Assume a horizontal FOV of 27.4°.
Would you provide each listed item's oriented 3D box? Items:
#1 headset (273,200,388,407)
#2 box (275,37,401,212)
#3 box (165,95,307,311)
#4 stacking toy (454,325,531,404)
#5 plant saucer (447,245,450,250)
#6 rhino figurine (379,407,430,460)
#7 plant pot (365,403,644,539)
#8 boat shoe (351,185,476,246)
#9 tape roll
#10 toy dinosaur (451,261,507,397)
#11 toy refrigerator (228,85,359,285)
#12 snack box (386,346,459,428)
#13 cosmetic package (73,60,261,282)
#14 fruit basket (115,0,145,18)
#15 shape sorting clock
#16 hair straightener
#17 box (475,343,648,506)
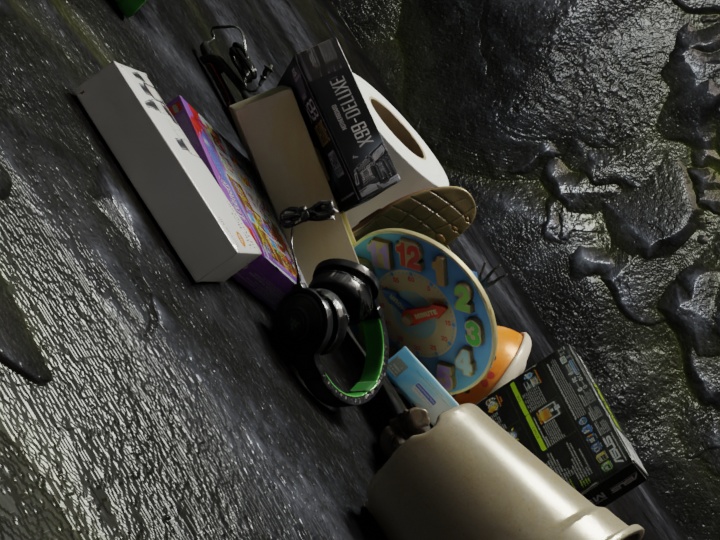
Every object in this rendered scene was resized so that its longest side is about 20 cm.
[{"bbox_3d":[-0.022,0.030,1.380,0.123,0.094,0.201,-44,115,-49],"label":"headset"},{"bbox_3d":[-0.028,-0.144,1.542,0.158,0.050,0.200,65,-10,-2],"label":"box"},{"bbox_3d":[-0.125,-0.062,1.441,0.137,0.039,0.200,44,16,-52],"label":"box"},{"bbox_3d":[0.103,0.091,1.876,0.200,0.146,0.146,36,12,-2],"label":"stacking toy"},{"bbox_3d":[0.077,0.009,1.972,0.200,0.035,0.201,53,-24,36],"label":"plant saucer"},{"bbox_3d":[0.086,0.222,1.454,0.200,0.060,0.087,56,-13,-5],"label":"rhino figurine"},{"bbox_3d":[0.108,0.224,1.274,0.184,0.200,0.200,47,6,22],"label":"plant pot"},{"bbox_3d":[0.034,-0.042,1.666,0.072,0.200,0.068,61,4,-17],"label":"boat shoe"},{"bbox_3d":[-0.002,-0.136,1.887,0.203,0.139,0.203,45,15,-15],"label":"tape roll"},{"bbox_3d":[0.081,0.059,1.741,0.105,0.200,0.182,-32,92,-45],"label":"toy dinosaur"},{"bbox_3d":[-0.066,-0.089,1.541,0.076,0.070,0.201,-141,-151,-77],"label":"toy refrigerator"},{"bbox_3d":[0.091,0.167,1.564,0.116,0.037,0.200,47,-7,31],"label":"snack box"},{"bbox_3d":[-0.167,-0.085,1.295,0.200,0.051,0.083,57,11,6],"label":"cosmetic package"},{"bbox_3d":[-0.212,-0.369,1.668,0.215,0.156,0.216,37,18,-15],"label":"fruit basket"},{"bbox_3d":[0.058,0.047,1.588,0.039,0.200,0.200,-34,89,-46],"label":"shape sorting clock"},{"bbox_3d":[-0.136,-0.228,1.806,0.200,0.077,0.041,61,12,28],"label":"hair straightener"},{"bbox_3d":[0.198,0.206,1.663,0.048,0.193,0.200,44,14,-39],"label":"box"}]
